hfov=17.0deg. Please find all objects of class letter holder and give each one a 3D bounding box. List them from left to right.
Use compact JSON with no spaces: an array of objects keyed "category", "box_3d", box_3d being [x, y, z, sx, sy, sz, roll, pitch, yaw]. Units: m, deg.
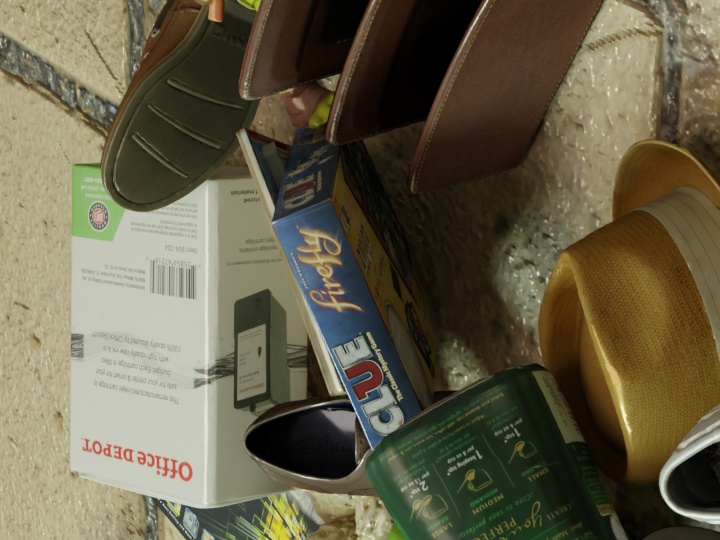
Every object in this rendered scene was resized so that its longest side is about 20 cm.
[{"category":"letter holder","box_3d":[0.034,-0.136,1.223,0.101,0.142,0.200,54,143,25]}]

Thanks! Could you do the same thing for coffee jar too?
[{"category":"coffee jar","box_3d":[0.090,0.153,1.153,0.200,0.104,0.085,63,-174,16]}]

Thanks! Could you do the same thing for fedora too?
[{"category":"fedora","box_3d":[0.141,0.039,1.169,0.201,0.082,0.201,164,90,-73]}]

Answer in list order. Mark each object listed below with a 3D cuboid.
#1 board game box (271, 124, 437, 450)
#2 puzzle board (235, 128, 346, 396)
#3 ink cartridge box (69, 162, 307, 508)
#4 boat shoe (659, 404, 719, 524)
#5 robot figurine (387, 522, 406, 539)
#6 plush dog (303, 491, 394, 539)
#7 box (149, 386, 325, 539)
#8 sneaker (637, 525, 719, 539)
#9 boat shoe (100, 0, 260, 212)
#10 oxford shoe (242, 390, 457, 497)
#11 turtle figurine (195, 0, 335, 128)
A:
[{"category":"board game box","box_3d":[0.000,0.000,1.305,0.200,0.034,0.136,-81,-32,-73]},{"category":"puzzle board","box_3d":[-0.018,-0.004,1.370,0.200,0.017,0.151,11,-121,-80]},{"category":"ink cartridge box","box_3d":[-0.109,0.035,1.505,0.145,0.084,0.201,8,100,47]},{"category":"boat shoe","box_3d":[0.214,0.070,1.026,0.200,0.068,0.072,-10,101,42]},{"category":"robot figurine","box_3d":[0.078,0.189,1.275,0.116,0.175,0.201,21,123,63]},{"category":"plush dog","box_3d":[0.023,0.205,1.410,0.172,0.200,0.160,30,170,49]},{"category":"box","box_3d":[-0.066,0.139,1.587,0.200,0.049,0.162,47,135,34]},{"category":"sneaker","box_3d":[0.190,0.153,1.151,0.080,0.074,0.200,58,162,-25]},{"category":"boat shoe","box_3d":[-0.091,-0.127,1.424,0.200,0.072,0.068,-56,27,3]},{"category":"oxford shoe","box_3d":[0.031,0.100,1.333,0.199,0.073,0.072,-5,83,20]},{"category":"turtle figurine","box_3d":[-0.053,-0.159,1.329,0.064,0.200,0.162,-14,118,34]}]
